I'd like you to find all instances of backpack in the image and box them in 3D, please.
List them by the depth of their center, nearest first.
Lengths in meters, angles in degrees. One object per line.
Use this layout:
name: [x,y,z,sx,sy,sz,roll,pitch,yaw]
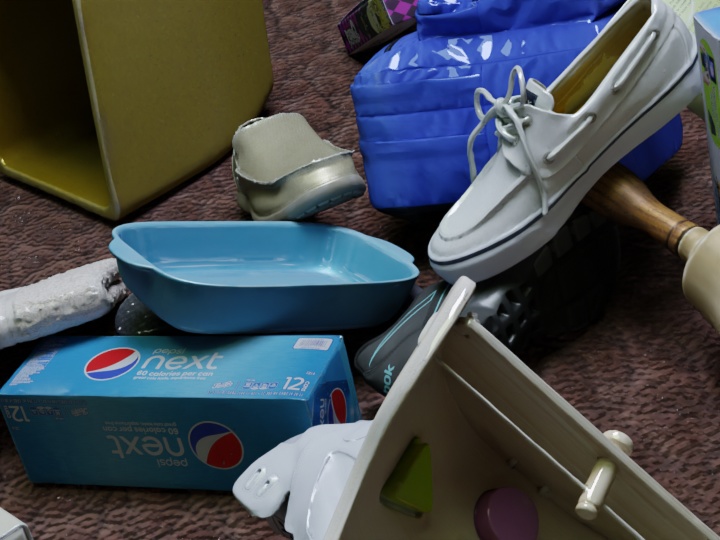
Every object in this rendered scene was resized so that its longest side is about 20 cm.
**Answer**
backpack: [0.096,-0.121,1.046,0.200,0.168,0.162,-10,6,27]

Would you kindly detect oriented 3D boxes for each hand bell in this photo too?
hand bell: [0.180,-0.021,0.878,0.104,0.104,0.200,-27,43,-21]

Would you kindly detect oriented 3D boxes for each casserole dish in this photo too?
casserole dish: [-0.059,0.004,0.944,0.200,0.039,0.121,-2,21,-33]

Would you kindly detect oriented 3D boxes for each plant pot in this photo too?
plant pot: [-0.185,-0.181,1.270,0.200,0.196,0.194,-25,30,-34]

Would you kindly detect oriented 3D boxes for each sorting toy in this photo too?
sorting toy: [0.052,0.140,0.665,0.180,0.200,0.107,-54,11,-27]

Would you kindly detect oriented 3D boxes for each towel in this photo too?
towel: [-0.219,0.025,1.006,0.132,0.035,0.200,-18,5,-5]

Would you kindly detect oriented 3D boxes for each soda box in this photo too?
soda box: [-0.104,0.082,0.900,0.199,0.068,0.064,-1,31,23]

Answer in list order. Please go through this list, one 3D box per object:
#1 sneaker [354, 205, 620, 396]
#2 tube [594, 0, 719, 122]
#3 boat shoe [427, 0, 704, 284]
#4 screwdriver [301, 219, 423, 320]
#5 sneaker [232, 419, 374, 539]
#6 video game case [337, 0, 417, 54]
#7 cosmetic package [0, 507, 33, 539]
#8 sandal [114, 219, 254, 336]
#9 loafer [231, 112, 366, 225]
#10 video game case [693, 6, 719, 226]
sneaker: [0.079,0.016,0.927,0.079,0.076,0.200,14,39,44]
tube: [0.240,-0.106,0.949,0.052,0.200,0.058,-39,16,46]
boat shoe: [0.103,-0.083,0.885,0.202,0.086,0.075,-41,31,4]
screwdriver: [0.000,0.000,1.041,0.028,0.029,0.200,-26,28,-18]
sneaker: [-0.013,0.147,0.753,0.115,0.075,0.200,-8,39,36]
video game case: [0.092,-0.240,1.317,0.200,0.036,0.181,-21,5,-11]
cosmetic package: [-0.262,0.156,0.841,0.105,0.071,0.200,-33,35,-30]
sandal: [-0.093,0.017,1.036,0.075,0.048,0.200,-1,20,24]
loafer: [-0.055,-0.074,1.089,0.076,0.068,0.200,-23,12,-16]
video game case: [0.300,-0.083,0.888,0.199,0.182,0.045,-15,31,-1]
